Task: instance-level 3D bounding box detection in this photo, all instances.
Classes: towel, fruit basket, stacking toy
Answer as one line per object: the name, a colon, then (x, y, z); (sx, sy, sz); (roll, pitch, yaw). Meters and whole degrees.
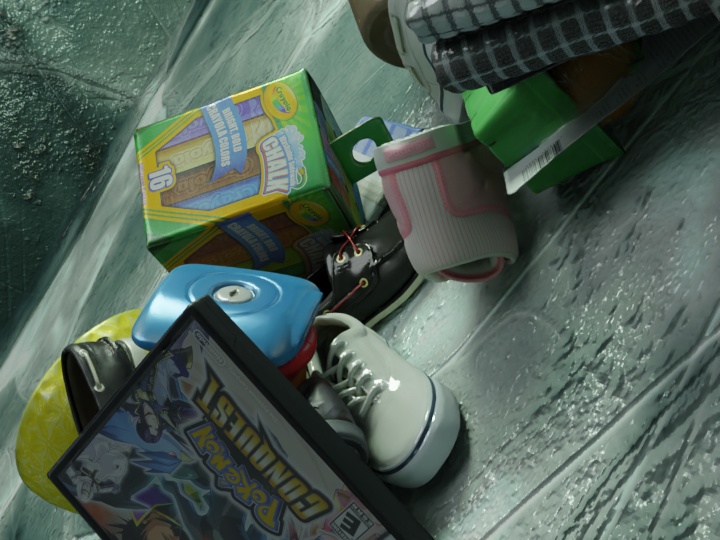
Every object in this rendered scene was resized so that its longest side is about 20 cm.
towel: (-0.020, -0.049, 1.117); (0.201, 0.024, 0.147); (-59, 21, 1)
fruit basket: (0.158, -0.145, 0.770); (0.200, 0.094, 0.186); (-36, 27, 16)
towel: (0.119, -0.196, 0.686); (0.165, 0.086, 0.201); (-15, 43, 29)
stacking toy: (-0.087, 0.104, 0.835); (0.116, 0.109, 0.201); (-65, -18, -64)

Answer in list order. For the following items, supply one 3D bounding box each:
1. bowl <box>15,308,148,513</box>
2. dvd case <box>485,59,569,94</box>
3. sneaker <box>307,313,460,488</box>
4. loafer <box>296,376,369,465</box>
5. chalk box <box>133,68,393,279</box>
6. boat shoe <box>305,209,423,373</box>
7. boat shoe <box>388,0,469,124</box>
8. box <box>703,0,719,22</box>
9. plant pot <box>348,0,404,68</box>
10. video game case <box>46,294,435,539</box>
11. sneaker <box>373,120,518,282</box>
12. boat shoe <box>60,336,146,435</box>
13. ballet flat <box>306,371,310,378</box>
bowl: (-0.193, 0.146, 1.098); (0.107, 0.200, 0.201); (33, 93, 28)
dvd case: (0.135, -0.197, 0.754); (0.148, 0.016, 0.201); (-23, 37, 19)
sneaker: (0.003, 0.081, 0.808); (0.073, 0.071, 0.200); (-59, 20, 1)
loafer: (-0.053, 0.154, 0.802); (0.201, 0.072, 0.063); (-60, 32, 32)
chalk box: (-0.066, -0.068, 1.015); (0.199, 0.125, 0.124); (-18, 58, 10)
boat shoe: (0.000, 0.002, 0.945); (0.201, 0.063, 0.074); (-46, 21, 28)
boat shoe: (0.060, -0.160, 0.894); (0.072, 0.066, 0.200); (-55, -15, 4)
box: (0.217, -0.221, 0.537); (0.164, 0.166, 0.201); (-22, 39, 36)
plant pot: (0.057, -0.273, 1.056); (0.200, 0.199, 0.176); (-36, 48, 48)
video game case: (-0.077, 0.144, 0.745); (0.181, 0.200, 0.025); (-46, -6, 31)
sneaker: (0.066, -0.046, 0.836); (0.075, 0.105, 0.200); (-20, 3, 18)
boat shoe: (-0.183, 0.145, 0.938); (0.074, 0.060, 0.201); (-35, 62, 49)
ballet flat: (-0.065, 0.101, 0.943); (0.200, 0.046, 0.068); (-161, 59, -73)
